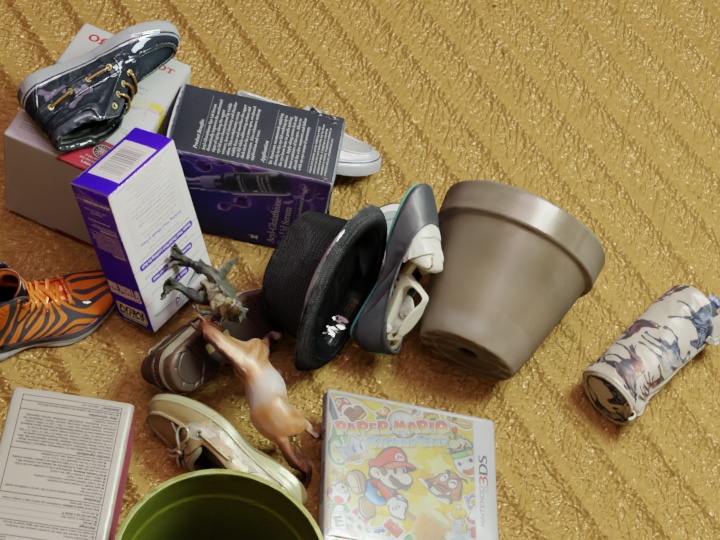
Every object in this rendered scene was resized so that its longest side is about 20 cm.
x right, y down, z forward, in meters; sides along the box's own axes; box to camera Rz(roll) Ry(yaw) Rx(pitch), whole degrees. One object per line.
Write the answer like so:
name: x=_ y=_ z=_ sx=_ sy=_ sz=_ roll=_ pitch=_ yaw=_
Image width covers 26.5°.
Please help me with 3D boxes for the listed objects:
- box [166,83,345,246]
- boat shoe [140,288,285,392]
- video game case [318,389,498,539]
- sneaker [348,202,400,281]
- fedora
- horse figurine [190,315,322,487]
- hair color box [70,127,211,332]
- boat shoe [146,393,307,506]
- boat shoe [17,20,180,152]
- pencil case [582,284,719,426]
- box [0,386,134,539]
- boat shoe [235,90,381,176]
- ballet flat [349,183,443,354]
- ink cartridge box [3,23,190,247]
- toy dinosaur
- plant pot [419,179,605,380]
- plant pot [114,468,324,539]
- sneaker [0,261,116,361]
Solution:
box: x=-0.128 y=-0.117 z=1.793 sx=0.199 sy=0.148 sz=0.105 roll=11 pitch=55 yaw=-1
boat shoe: x=-0.165 y=0.073 z=1.700 sx=0.202 sy=0.075 sz=0.075 roll=-27 pitch=105 yaw=-47
video game case: x=0.053 y=0.227 z=1.641 sx=0.199 sy=0.023 sz=0.183 roll=12 pitch=54 yaw=-15
sneaker: x=0.000 y=0.000 z=1.781 sx=0.199 sy=0.075 sz=0.116 roll=-25 pitch=66 yaw=-26
fedora: x=-0.050 y=0.008 z=1.684 sx=0.091 sy=0.201 sz=0.201 roll=25 pitch=55 yaw=18
horse figurine: x=-0.096 y=0.134 z=1.639 sx=0.050 sy=0.132 sz=0.201 roll=-30 pitch=74 yaw=18
hair color box: x=-0.237 y=-0.044 z=1.686 sx=0.065 sy=0.201 sz=0.109 roll=19 pitch=49 yaw=33
boat shoe: x=-0.152 y=0.205 z=1.614 sx=0.200 sy=0.073 sz=0.063 roll=37 pitch=52 yaw=6
boat shoe: x=-0.273 y=-0.201 z=1.699 sx=0.200 sy=0.071 sz=0.091 roll=-29 pitch=67 yaw=-20
pencil case: x=0.341 y=0.098 z=1.770 sx=0.089 sy=0.078 sz=0.200 roll=32 pitch=55 yaw=30
box: x=-0.307 y=0.235 z=1.540 sx=0.127 sy=0.109 sz=0.201 roll=9 pitch=55 yaw=-4
boat shoe: x=-0.067 y=-0.170 z=1.877 sx=0.199 sy=0.066 sz=0.074 roll=14 pitch=27 yaw=-1
ballet flat: x=0.055 y=0.005 z=1.699 sx=0.073 sy=0.073 sz=0.201 roll=24 pitch=99 yaw=7
ink cartridge box: x=-0.305 y=-0.156 z=1.788 sx=0.145 sy=0.145 sz=0.200 roll=23 pitch=55 yaw=6
toy dinosaur: x=-0.170 y=0.014 z=1.668 sx=0.088 sy=0.048 sz=0.200 roll=20 pitch=15 yaw=-14
plant pot: x=0.156 y=0.023 z=1.739 sx=0.199 sy=0.200 sz=0.174 roll=24 pitch=72 yaw=6
plant pot: x=-0.140 y=0.324 z=1.457 sx=0.199 sy=0.193 sz=0.201 roll=5 pitch=54 yaw=-7
sneaker: x=-0.352 y=0.032 z=1.669 sx=0.199 sy=0.112 sz=0.078 roll=-26 pitch=64 yaw=-26
